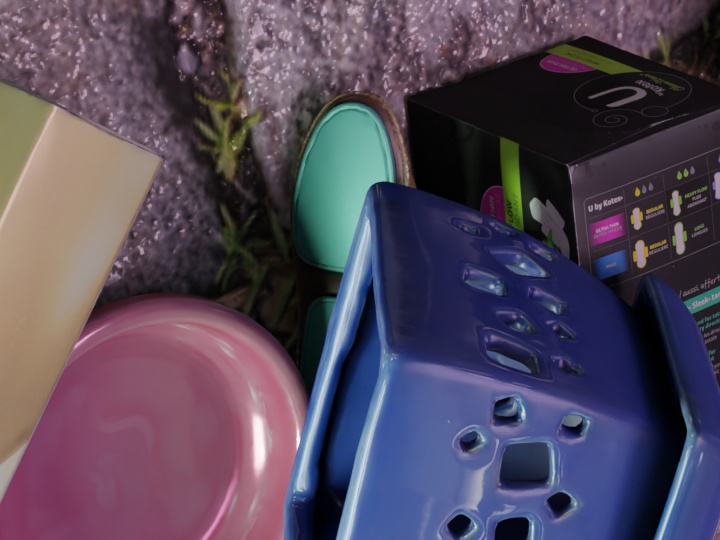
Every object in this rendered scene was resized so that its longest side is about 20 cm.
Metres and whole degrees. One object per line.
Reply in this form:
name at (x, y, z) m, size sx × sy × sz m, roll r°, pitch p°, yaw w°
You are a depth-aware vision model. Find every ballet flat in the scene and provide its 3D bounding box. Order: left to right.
ballet flat at (0.000, 0.000, 1.569) m, size 0.065 × 0.070 × 0.201 m, roll -24°, pitch 125°, yaw -59°

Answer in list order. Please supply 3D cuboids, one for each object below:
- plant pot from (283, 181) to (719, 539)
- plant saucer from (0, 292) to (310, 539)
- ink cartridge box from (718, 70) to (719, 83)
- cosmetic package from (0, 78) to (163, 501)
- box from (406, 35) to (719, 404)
plant pot at (0.070, 0.097, 1.437) m, size 0.179 × 0.200 × 0.201 m, roll 12°, pitch 114°, yaw -7°
plant saucer at (-0.116, 0.105, 1.516) m, size 0.200 × 0.051 × 0.201 m, roll -12°, pitch 112°, yaw -32°
ink cartridge box at (0.315, -0.122, 1.684) m, size 0.200 × 0.083 × 0.146 m, roll 31°, pitch 66°, yaw -25°
cosmetic package at (-0.183, 0.013, 1.403) m, size 0.071 × 0.105 × 0.201 m, roll 26°, pitch 88°, yaw -39°
box at (0.123, -0.001, 1.592) m, size 0.124 × 0.148 × 0.201 m, roll -21°, pitch 117°, yaw -28°
